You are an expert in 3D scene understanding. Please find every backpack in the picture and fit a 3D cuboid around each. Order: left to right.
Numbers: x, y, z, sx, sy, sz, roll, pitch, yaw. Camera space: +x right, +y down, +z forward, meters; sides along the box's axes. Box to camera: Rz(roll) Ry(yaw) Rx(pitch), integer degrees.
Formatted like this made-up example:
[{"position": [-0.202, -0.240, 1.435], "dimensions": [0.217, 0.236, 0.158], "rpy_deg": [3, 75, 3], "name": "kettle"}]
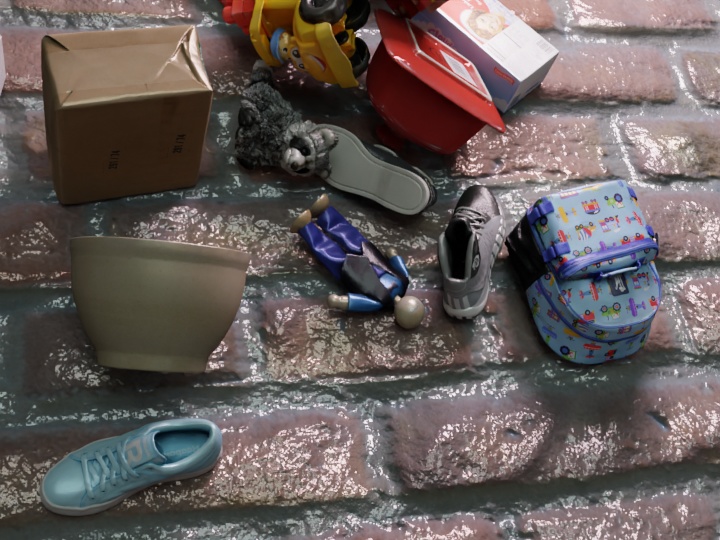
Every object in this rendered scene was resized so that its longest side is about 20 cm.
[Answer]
[{"position": [0.298, 0.008, 1.224], "dimensions": [0.179, 0.135, 0.203], "rpy_deg": [-8, 65, -17], "name": "backpack"}]

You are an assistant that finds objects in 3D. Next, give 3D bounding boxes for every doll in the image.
[{"position": [0.000, 0.000, 1.202], "dimensions": [0.200, 0.049, 0.136], "rpy_deg": [43, 50, 5], "name": "doll"}]

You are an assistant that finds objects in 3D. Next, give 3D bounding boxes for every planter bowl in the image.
[{"position": [-0.225, 0.042, 1.056], "dimensions": [0.196, 0.200, 0.138], "rpy_deg": [6, 86, -11], "name": "planter bowl"}]

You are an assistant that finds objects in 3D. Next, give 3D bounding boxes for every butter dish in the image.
[{"position": [0.076, -0.230, 1.303], "dimensions": [0.197, 0.149, 0.201], "rpy_deg": [27, 26, -23], "name": "butter dish"}]

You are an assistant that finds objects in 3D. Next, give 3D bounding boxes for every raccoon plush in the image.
[{"position": [-0.090, -0.207, 1.264], "dimensions": [0.131, 0.097, 0.203], "rpy_deg": [8, 60, -3], "name": "raccoon plush"}]

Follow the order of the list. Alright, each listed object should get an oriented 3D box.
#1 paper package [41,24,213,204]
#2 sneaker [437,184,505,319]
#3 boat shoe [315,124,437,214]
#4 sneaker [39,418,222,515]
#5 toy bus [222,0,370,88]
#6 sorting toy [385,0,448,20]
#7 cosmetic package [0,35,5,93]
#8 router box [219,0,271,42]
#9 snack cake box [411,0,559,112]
[{"position": [-0.280, -0.184, 1.151], "dimensions": [0.187, 0.201, 0.105], "rpy_deg": [-11, 63, -20], "name": "paper package"}, {"position": [0.140, -0.050, 1.218], "dimensions": [0.074, 0.116, 0.203], "rpy_deg": [0, 57, 16], "name": "sneaker"}, {"position": [0.014, -0.135, 1.277], "dimensions": [0.198, 0.075, 0.060], "rpy_deg": [26, 15, 21], "name": "boat shoe"}, {"position": [-0.241, 0.195, 1.011], "dimensions": [0.197, 0.082, 0.075], "rpy_deg": [-17, 65, -22], "name": "sneaker"}, {"position": [-0.091, -0.337, 1.273], "dimensions": [0.188, 0.136, 0.203], "rpy_deg": [-9, 60, 13], "name": "toy bus"}, {"position": [0.042, -0.425, 1.266], "dimensions": [0.069, 0.200, 0.200], "rpy_deg": [-39, 100, -3], "name": "sorting toy"}, {"position": [-0.509, -0.197, 1.168], "dimensions": [0.105, 0.085, 0.203], "rpy_deg": [10, 58, -9], "name": "cosmetic package"}, {"position": [-0.108, -0.430, 1.423], "dimensions": [0.179, 0.049, 0.199], "rpy_deg": [44, 60, 13], "name": "router box"}, {"position": [0.182, -0.342, 1.427], "dimensions": [0.200, 0.068, 0.115], "rpy_deg": [43, 54, 12], "name": "snack cake box"}]
